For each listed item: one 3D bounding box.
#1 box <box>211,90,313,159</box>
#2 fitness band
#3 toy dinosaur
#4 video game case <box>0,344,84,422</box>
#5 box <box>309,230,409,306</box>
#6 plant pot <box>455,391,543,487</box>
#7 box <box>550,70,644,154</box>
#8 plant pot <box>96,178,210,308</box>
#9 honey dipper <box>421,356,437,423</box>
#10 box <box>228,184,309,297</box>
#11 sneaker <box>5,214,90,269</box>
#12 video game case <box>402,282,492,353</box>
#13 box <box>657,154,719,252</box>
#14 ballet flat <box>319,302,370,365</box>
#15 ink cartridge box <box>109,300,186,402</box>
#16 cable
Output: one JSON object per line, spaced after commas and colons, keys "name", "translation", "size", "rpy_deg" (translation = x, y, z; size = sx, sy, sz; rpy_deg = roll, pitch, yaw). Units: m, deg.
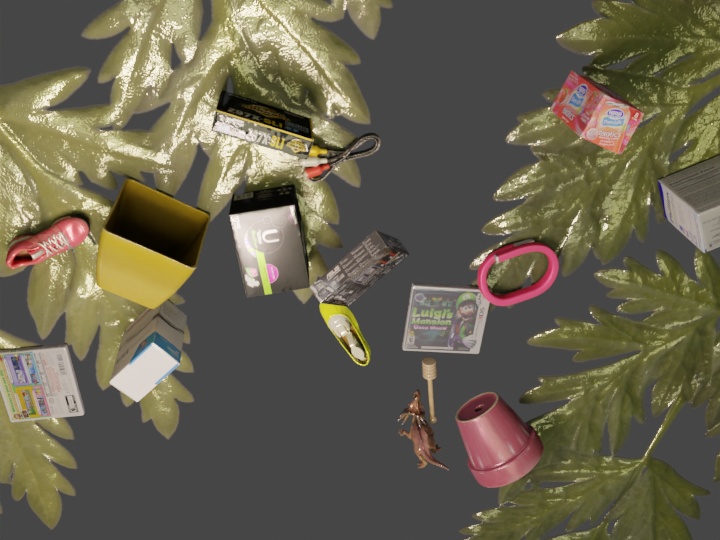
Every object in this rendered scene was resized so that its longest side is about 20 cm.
{"name": "box", "translation": [-0.196, -0.296, 1.564], "size": [0.198, 0.160, 0.050], "rpy_deg": [16, 115, -13]}
{"name": "fitness band", "translation": [0.375, 0.007, 1.834], "size": [0.198, 0.037, 0.145], "rpy_deg": [-18, 116, -5]}
{"name": "toy dinosaur", "translation": [0.153, 0.419, 1.960], "size": [0.085, 0.201, 0.136], "rpy_deg": [-22, 148, -7]}
{"name": "video game case", "translation": [-0.780, 0.274, 1.871], "size": [0.180, 0.022, 0.202], "rpy_deg": [-5, 118, -3]}
{"name": "box", "translation": [0.000, 0.000, 1.740], "size": [0.200, 0.157, 0.050], "rpy_deg": [-41, 72, 15]}
{"name": "plant pot", "translation": [0.340, 0.420, 1.976], "size": [0.199, 0.200, 0.180], "rpy_deg": [-30, 100, 10]}
{"name": "box", "translation": [0.484, -0.328, 1.593], "size": [0.102, 0.201, 0.095], "rpy_deg": [21, 114, -15]}
{"name": "plant pot", "translation": [-0.460, -0.040, 1.657], "size": [0.198, 0.201, 0.177], "rpy_deg": [24, 123, -17]}
{"name": "honey dipper", "translation": [0.181, 0.314, 1.981], "size": [0.037, 0.038, 0.202], "rpy_deg": [-7, 119, -2]}
{"name": "box", "translation": [-0.197, -0.065, 1.701], "size": [0.147, 0.125, 0.202], "rpy_deg": [-9, 116, 0]}
{"name": "sneaker", "translation": [-0.679, -0.051, 1.679], "size": [0.198, 0.087, 0.074], "rpy_deg": [-23, 118, 6]}
{"name": "video game case", "translation": [0.211, 0.119, 1.892], "size": [0.197, 0.023, 0.184], "rpy_deg": [4, 116, -7]}
{"name": "box", "translation": [0.793, -0.156, 1.712], "size": [0.182, 0.201, 0.106], "rpy_deg": [-22, 119, 6]}
{"name": "ballet flat", "translation": [-0.031, 0.151, 1.859], "size": [0.066, 0.067, 0.201], "rpy_deg": [-28, 116, 9]}
{"name": "ink cartridge box", "translation": [-0.477, 0.175, 1.751], "size": [0.145, 0.201, 0.084], "rpy_deg": [-41, 116, 15]}
{"name": "cable", "translation": [-0.050, -0.239, 1.668], "size": [0.197, 0.050, 0.098], "rpy_deg": [-8, 118, 0]}
